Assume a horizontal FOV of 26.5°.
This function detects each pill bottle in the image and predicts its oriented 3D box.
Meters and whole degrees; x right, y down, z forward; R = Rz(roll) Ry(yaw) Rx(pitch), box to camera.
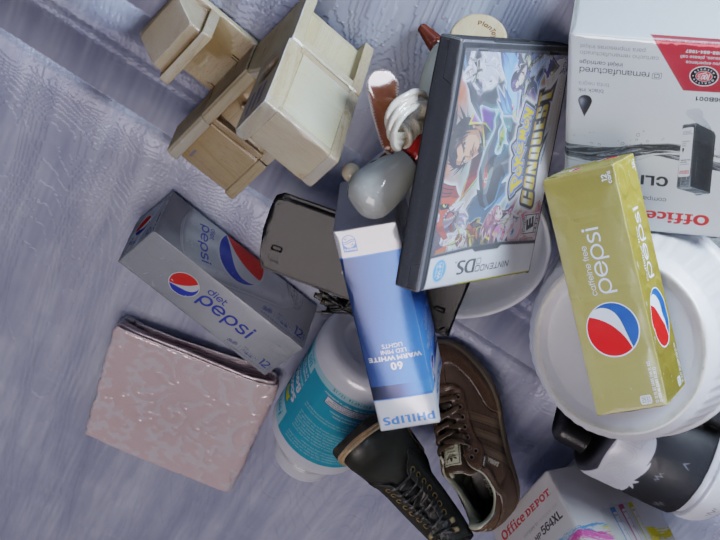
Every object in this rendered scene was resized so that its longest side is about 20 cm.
[{"bbox_3d":[-0.024,0.137,1.588,0.110,0.111,0.201,25,133,-8],"label":"pill bottle"}]

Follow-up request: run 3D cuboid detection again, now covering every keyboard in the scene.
[{"bbox_3d":[0.000,0.000,1.430,0.198,0.040,0.105,21,111,-3],"label":"keyboard"}]

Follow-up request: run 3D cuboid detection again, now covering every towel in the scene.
[{"bbox_3d":[-0.202,0.150,1.705,0.189,0.032,0.201,22,133,-4],"label":"towel"}]

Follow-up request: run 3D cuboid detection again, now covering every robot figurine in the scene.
[{"bbox_3d":[0.292,0.166,1.520,0.198,0.150,0.126,25,91,-7],"label":"robot figurine"}]

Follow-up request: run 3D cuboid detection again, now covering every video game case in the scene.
[{"bbox_3d":[0.104,-0.089,1.253,0.025,0.180,0.203,19,106,33],"label":"video game case"}]

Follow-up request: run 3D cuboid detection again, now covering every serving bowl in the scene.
[{"bbox_3d":[0.082,-0.049,1.419,0.197,0.066,0.202,8,133,9],"label":"serving bowl"}]

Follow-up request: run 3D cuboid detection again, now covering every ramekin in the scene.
[{"bbox_3d":[0.240,0.057,1.345,0.200,0.094,0.205,5,102,24],"label":"ramekin"}]

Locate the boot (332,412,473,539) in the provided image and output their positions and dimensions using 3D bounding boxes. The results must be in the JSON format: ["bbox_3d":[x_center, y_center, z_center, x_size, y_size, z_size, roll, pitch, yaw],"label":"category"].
[{"bbox_3d":[0.054,0.221,1.537,0.077,0.139,0.200,-40,158,9],"label":"boot"}]

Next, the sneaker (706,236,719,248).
[{"bbox_3d":[0.295,0.022,1.410,0.075,0.089,0.200,31,131,-12],"label":"sneaker"}]

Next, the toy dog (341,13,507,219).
[{"bbox_3d":[0.046,-0.142,1.280,0.096,0.199,0.133,34,140,25],"label":"toy dog"}]

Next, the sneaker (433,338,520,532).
[{"bbox_3d":[0.109,0.170,1.562,0.070,0.075,0.202,-18,99,32],"label":"sneaker"}]

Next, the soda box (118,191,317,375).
[{"bbox_3d":[-0.141,0.014,1.541,0.199,0.064,0.068,39,131,-19],"label":"soda box"}]

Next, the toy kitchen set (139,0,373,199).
[{"bbox_3d":[-0.124,-0.139,1.315,0.163,0.181,0.200,38,126,-18],"label":"toy kitchen set"}]

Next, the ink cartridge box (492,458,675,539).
[{"bbox_3d":[0.241,0.297,1.603,0.124,0.201,0.129,-4,145,-36],"label":"ink cartridge box"}]

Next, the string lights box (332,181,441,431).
[{"bbox_3d":[0.027,0.028,1.355,0.058,0.103,0.202,-9,116,8],"label":"string lights box"}]

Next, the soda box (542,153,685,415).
[{"bbox_3d":[0.209,0.011,1.258,0.063,0.068,0.203,-12,96,27],"label":"soda box"}]

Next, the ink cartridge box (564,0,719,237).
[{"bbox_3d":[0.246,-0.133,1.284,0.142,0.084,0.202,6,134,11],"label":"ink cartridge box"}]
